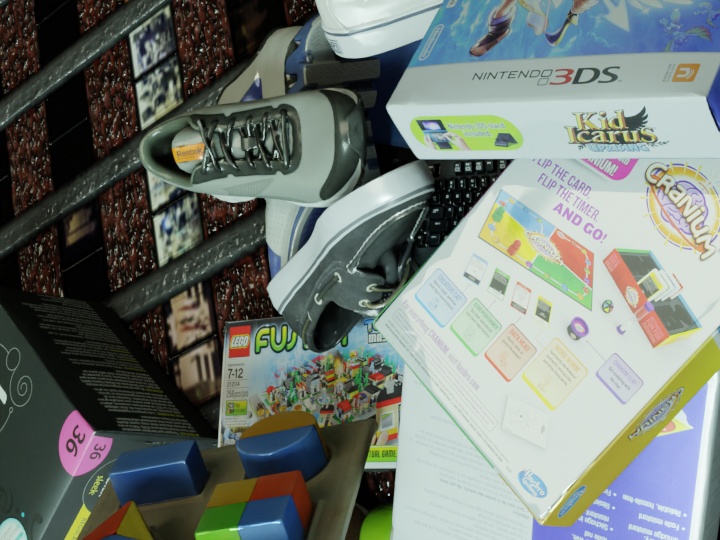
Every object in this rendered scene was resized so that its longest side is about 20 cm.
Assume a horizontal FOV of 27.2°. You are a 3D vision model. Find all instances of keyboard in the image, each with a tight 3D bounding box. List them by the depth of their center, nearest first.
[{"bbox_3d":[0.100,-0.053,0.845,0.199,0.040,0.105,-2,82,42],"label":"keyboard"}]

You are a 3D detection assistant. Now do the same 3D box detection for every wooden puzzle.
[{"bbox_3d":[-0.093,0.140,0.900,0.184,0.200,0.047,-13,107,15],"label":"wooden puzzle"}]

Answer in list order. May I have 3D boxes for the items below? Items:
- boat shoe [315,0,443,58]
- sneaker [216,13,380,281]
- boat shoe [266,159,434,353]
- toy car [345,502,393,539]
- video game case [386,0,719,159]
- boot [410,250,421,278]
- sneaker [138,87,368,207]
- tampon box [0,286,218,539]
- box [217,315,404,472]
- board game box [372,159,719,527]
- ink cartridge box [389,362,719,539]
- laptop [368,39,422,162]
[{"bbox_3d":[0.065,-0.195,0.897,0.199,0.066,0.072,-19,33,6],"label":"boat shoe"},{"bbox_3d":[-0.044,-0.085,1.054,0.115,0.080,0.201,16,107,52],"label":"sneaker"},{"bbox_3d":[0.000,0.000,0.917,0.066,0.070,0.200,60,145,9],"label":"boat shoe"},{"bbox_3d":[-0.068,0.219,0.934,0.164,0.199,0.159,-19,68,40],"label":"toy car"},{"bbox_3d":[0.131,-0.145,0.761,0.181,0.045,0.201,3,55,38],"label":"video game case"},{"bbox_3d":[0.104,-0.050,0.910,0.188,0.068,0.201,48,119,45],"label":"boot"},{"bbox_3d":[-0.068,-0.076,0.959,0.200,0.079,0.074,-3,89,49],"label":"sneaker"},{"bbox_3d":[-0.233,0.131,1.164,0.200,0.126,0.150,43,111,40],"label":"tampon box"},{"bbox_3d":[-0.019,0.084,1.031,0.199,0.035,0.111,-8,76,43],"label":"box"},{"bbox_3d":[0.120,0.009,0.774,0.200,0.040,0.153,-49,58,15],"label":"board game box"},{"bbox_3d":[0.107,0.120,0.846,0.197,0.043,0.201,15,108,34],"label":"ink cartridge box"},{"bbox_3d":[0.011,-0.183,1.008,0.177,0.200,0.103,14,55,44],"label":"laptop"}]
